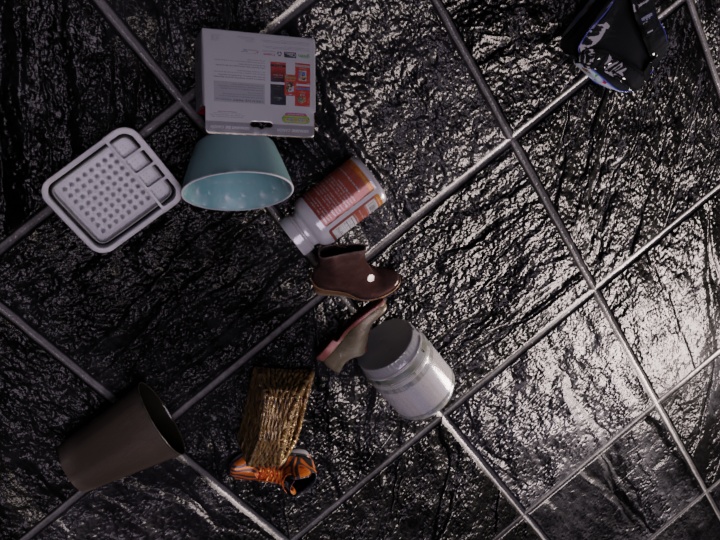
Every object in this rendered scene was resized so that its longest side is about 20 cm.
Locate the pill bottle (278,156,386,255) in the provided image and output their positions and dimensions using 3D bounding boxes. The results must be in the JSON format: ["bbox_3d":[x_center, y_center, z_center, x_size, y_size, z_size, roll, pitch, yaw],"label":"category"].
[{"bbox_3d":[-0.058,-0.123,1.434,0.200,0.112,0.112,-37,121,-2],"label":"pill bottle"}]

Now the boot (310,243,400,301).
[{"bbox_3d":[0.000,0.000,1.496,0.200,0.072,0.166,-5,153,-13],"label":"boot"}]

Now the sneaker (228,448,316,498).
[{"bbox_3d":[-0.191,0.458,1.646,0.200,0.112,0.078,-1,113,-22],"label":"sneaker"}]

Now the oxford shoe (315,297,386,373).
[{"bbox_3d":[-0.005,0.141,1.587,0.075,0.070,0.200,44,107,-7],"label":"oxford shoe"}]

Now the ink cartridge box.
[{"bbox_3d":[-0.184,-0.318,1.278,0.200,0.084,0.176,-1,92,-21],"label":"ink cartridge box"}]

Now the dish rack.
[{"bbox_3d":[-0.444,-0.146,1.307,0.200,0.044,0.172,-37,122,-3],"label":"dish rack"}]

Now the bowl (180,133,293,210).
[{"bbox_3d":[-0.222,-0.187,1.310,0.200,0.201,0.105,1,75,-22],"label":"bowl"}]

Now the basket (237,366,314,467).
[{"bbox_3d":[-0.167,0.323,1.577,0.149,0.143,0.200,8,110,-24],"label":"basket"}]

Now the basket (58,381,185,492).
[{"bbox_3d":[-0.487,0.348,1.469,0.200,0.136,0.181,-29,117,-3],"label":"basket"}]

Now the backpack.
[{"bbox_3d":[0.520,-0.464,1.491,0.190,0.154,0.200,35,105,-24],"label":"backpack"}]

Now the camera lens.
[{"bbox_3d":[0.105,0.225,1.632,0.160,0.160,0.200,-40,122,-1],"label":"camera lens"}]
